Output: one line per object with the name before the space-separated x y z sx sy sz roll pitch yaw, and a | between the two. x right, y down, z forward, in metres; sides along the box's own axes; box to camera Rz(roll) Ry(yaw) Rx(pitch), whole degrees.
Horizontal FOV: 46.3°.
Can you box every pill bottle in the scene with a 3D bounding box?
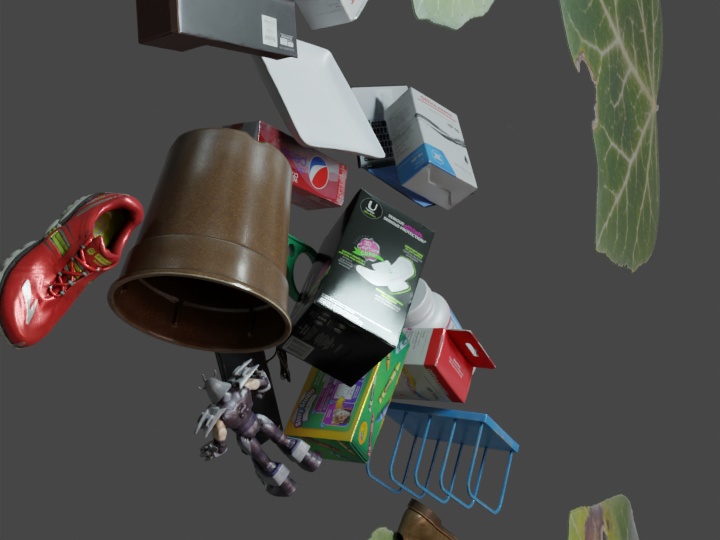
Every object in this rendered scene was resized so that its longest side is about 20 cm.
pill bottle | 0.114 0.107 1.419 0.201 0.108 0.109 56 45 -38

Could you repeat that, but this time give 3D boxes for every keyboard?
keyboard | -0.139 0.127 1.114 0.127 0.020 0.203 -28 113 -48

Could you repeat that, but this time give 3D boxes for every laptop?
laptop | 0.087 -0.211 1.392 0.187 0.115 0.203 -20 105 -56

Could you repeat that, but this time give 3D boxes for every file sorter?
file sorter | 0.126 0.300 1.350 0.139 0.198 0.124 45 56 -45

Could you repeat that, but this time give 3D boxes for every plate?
plate | -0.068 -0.239 1.170 0.199 0.032 0.202 -1 60 -57

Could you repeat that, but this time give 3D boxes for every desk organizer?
desk organizer | -0.171 -0.302 1.026 0.199 0.076 0.073 -6 93 -53

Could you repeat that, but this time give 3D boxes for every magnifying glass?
magnifying glass | -0.105 -0.033 1.176 0.201 0.022 0.080 61 41 -37

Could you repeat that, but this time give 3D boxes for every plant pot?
plant pot | -0.163 -0.037 0.950 0.200 0.198 0.201 41 47 -47

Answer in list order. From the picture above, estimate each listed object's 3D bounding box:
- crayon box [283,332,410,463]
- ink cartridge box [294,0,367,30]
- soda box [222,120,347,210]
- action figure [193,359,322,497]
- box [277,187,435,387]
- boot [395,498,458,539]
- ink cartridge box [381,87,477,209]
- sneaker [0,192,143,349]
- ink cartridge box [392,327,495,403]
crayon box | -0.017 0.169 1.206 0.058 0.118 0.201 54 46 -39
ink cartridge box | -0.059 -0.476 1.211 0.201 0.085 0.147 58 44 -38
soda box | -0.101 -0.138 1.140 0.199 0.069 0.064 20 71 -54
action figure | -0.139 0.199 1.053 0.130 0.069 0.201 -48 119 -21
box | -0.005 0.024 1.138 0.123 0.149 0.201 29 54 -10
boot | 0.122 0.473 1.463 0.076 0.073 0.200 -55 130 -17
ink cartridge box | 0.107 -0.210 1.344 0.115 0.068 0.202 22 45 -39
sneaker | -0.287 -0.010 0.837 0.077 0.084 0.201 57 44 -36
ink cartridge box | 0.095 0.147 1.305 0.116 0.198 0.068 51 48 -42
